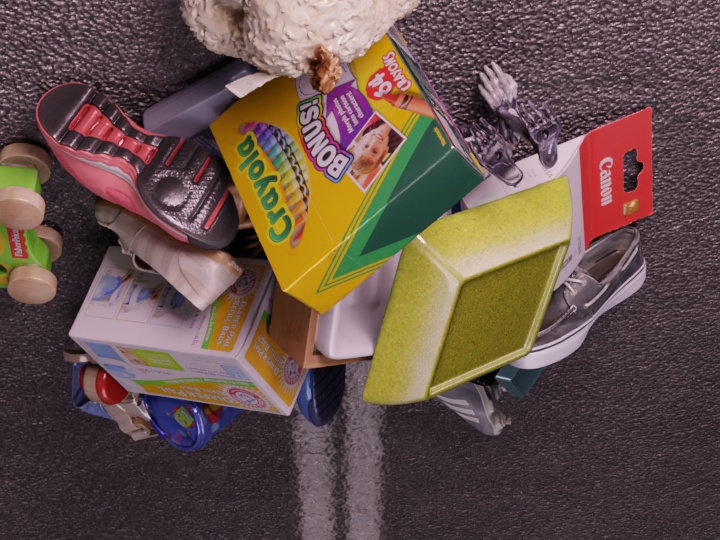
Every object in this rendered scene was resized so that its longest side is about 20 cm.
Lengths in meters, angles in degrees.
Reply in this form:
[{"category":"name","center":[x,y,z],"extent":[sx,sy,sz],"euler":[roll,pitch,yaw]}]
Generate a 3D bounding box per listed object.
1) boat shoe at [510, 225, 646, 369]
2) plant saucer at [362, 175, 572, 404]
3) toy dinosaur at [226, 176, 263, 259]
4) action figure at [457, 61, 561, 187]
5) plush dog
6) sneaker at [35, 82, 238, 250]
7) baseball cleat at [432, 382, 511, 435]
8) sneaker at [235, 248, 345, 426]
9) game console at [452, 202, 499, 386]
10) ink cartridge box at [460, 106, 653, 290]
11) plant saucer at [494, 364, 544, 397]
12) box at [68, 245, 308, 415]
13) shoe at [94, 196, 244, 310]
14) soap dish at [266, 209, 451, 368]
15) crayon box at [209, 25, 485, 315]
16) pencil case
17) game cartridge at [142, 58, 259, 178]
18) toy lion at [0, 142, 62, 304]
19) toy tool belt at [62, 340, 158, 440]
[{"category":"boat shoe","center":[0.210,0.020,1.560],"extent":[0.200,0.072,0.071],"euler":[-39,134,-31]},{"category":"plant saucer","center":[0.107,0.030,1.388],"extent":[0.198,0.048,0.201],"euler":[-20,139,-36]},{"category":"toy dinosaur","center":[-0.104,-0.065,1.369],"extent":[0.198,0.061,0.107],"euler":[-14,145,10]},{"category":"action figure","center":[0.095,-0.121,1.351],"extent":[0.118,0.103,0.200],"euler":[-29,-167,-17]},{"category":"plush dog","center":[-0.046,-0.235,1.133],"extent":[0.198,0.161,0.173],"euler":[-10,121,1]},{"category":"sneaker","center":[-0.187,-0.083,1.332],"extent":[0.199,0.074,0.087],"euler":[35,158,4]},{"category":"baseball cleat","center":[0.097,0.127,1.770],"extent":[0.105,0.070,0.201],"euler":[-12,138,19]},{"category":"sneaker","center":[-0.072,0.061,1.559],"extent":[0.081,0.074,0.202],"euler":[-8,107,29]},{"category":"game console","center":[0.115,0.010,1.544],"extent":[0.199,0.174,0.118],"euler":[24,162,-38]},{"category":"ink cartridge box","center":[0.194,-0.052,1.468],"extent":[0.198,0.050,0.162],"euler":[-20,142,-5]},{"category":"plant saucer","center":[0.179,0.101,1.680],"extent":[0.070,0.019,0.200],"euler":[-56,165,-2]},{"category":"box","center":[-0.149,0.054,1.444],"extent":[0.198,0.102,0.113],"euler":[5,150,32]},{"category":"shoe","center":[-0.183,-0.019,1.388],"extent":[0.070,0.199,0.054],"euler":[32,86,-45]},{"category":"soap dish","center":[0.000,0.000,1.402],"extent":[0.081,0.159,0.199],"euler":[11,-173,31]},{"category":"crayon box","center":[-0.016,-0.096,1.238],"extent":[0.172,0.201,0.058],"euler":[-39,139,14]},{"category":"pencil case","center":[-0.137,0.110,1.581],"extent":[0.087,0.079,0.200],"euler":[-28,-175,42]},{"category":"game cartridge","center":[-0.096,-0.108,1.391],"extent":[0.132,0.041,0.200],"euler":[-27,142,21]},{"category":"toy lion","center":[-0.373,-0.051,1.405],"extent":[0.189,0.069,0.201],"euler":[3,146,-3]},{"category":"toy tool belt","center":[-0.245,0.109,1.602],"extent":[0.122,0.127,0.199],"euler":[5,180,31]}]
